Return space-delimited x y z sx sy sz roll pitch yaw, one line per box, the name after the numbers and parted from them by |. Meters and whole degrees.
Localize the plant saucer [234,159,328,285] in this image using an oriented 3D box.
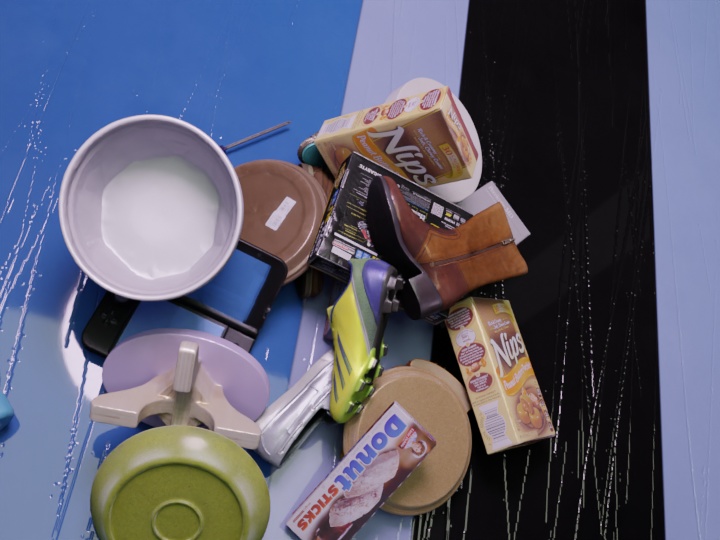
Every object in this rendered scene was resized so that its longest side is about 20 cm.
-0.138 -0.068 0.989 0.196 0.030 0.203 -3 65 7 | plant saucer

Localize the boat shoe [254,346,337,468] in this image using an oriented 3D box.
-0.052 0.171 0.935 0.071 0.070 0.200 40 65 20 | boat shoe

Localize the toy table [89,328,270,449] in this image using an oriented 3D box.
-0.205 0.151 0.836 0.196 0.117 0.187 0 107 -4 | toy table

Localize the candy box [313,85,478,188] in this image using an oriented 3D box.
0.049 -0.167 1.006 0.116 0.197 0.056 57 40 -35 | candy box

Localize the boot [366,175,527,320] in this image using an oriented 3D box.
0.118 -0.055 0.949 0.198 0.068 0.191 -22 83 -29 | boot

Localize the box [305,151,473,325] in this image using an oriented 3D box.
0.044 -0.042 0.977 0.198 0.049 0.162 24 67 -15 | box

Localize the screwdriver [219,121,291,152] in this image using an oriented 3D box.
-0.185 -0.182 1.072 0.198 0.029 0.028 -28 79 -31 | screwdriver

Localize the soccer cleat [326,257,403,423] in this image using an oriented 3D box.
-0.009 0.083 0.898 0.082 0.065 0.203 16 91 19 | soccer cleat

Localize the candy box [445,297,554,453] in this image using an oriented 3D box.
0.191 0.142 1.016 0.115 0.055 0.203 7 62 -52 | candy box

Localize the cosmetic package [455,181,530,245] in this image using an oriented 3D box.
0.144 -0.035 1.092 0.199 0.090 0.107 -36 85 -25 | cosmetic package

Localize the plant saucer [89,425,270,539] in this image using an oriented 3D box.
-0.197 0.266 0.796 0.196 0.031 0.204 -1 107 -4 | plant saucer

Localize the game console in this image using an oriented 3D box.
-0.216 0.042 0.906 0.198 0.119 0.174 26 55 -7 | game console

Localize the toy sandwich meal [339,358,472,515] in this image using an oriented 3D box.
0.059 0.216 0.968 0.202 0.070 0.209 4 78 -20 | toy sandwich meal

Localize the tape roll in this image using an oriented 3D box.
0.112 -0.197 1.136 0.201 0.037 0.206 15 68 -39 | tape roll

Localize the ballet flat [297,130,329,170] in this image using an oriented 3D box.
-0.012 -0.189 1.122 0.197 0.068 0.076 0 46 -26 | ballet flat

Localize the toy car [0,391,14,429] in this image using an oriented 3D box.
-0.474 0.097 0.744 0.176 0.200 0.185 -32 81 -28 | toy car

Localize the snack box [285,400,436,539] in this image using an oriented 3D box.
0.001 0.257 0.890 0.072 0.024 0.200 42 94 3 | snack box

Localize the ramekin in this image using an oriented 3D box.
-0.232 -0.068 0.843 0.196 0.105 0.204 0 90 -9 | ramekin

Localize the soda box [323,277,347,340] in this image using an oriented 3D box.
0.000 0.000 1.032 0.063 0.068 0.203 15 62 -13 | soda box

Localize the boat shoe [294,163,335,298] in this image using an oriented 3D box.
-0.056 -0.057 1.036 0.067 0.072 0.204 7 70 -22 | boat shoe
